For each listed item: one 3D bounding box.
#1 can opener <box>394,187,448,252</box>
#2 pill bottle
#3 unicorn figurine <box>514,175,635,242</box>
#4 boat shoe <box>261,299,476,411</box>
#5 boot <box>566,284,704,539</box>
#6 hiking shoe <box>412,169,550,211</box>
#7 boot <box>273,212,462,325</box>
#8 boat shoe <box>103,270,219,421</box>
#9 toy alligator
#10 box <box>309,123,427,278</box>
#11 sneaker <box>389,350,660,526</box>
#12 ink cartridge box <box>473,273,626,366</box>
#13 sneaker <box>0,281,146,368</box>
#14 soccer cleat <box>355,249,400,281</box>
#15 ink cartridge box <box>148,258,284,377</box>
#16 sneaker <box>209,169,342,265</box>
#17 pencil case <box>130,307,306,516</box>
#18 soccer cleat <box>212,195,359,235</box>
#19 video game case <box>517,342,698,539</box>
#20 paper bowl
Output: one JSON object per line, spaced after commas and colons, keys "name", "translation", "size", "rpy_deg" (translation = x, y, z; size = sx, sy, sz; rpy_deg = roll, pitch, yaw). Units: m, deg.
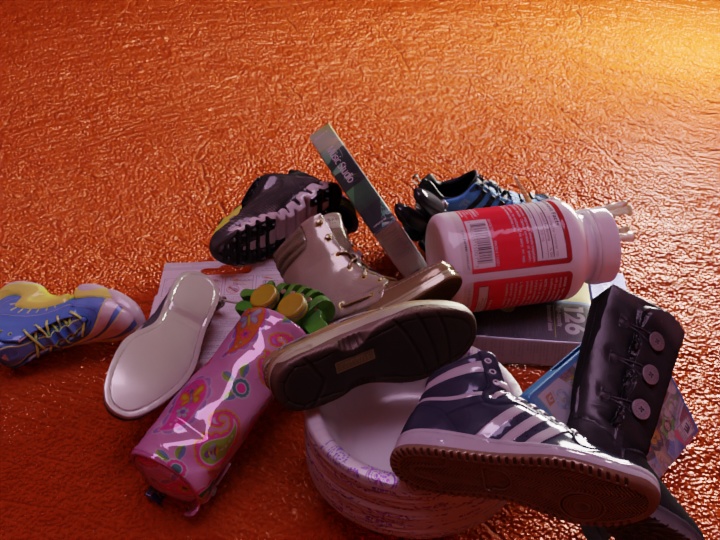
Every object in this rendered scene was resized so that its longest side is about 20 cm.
{"name": "can opener", "translation": [0.079, -0.066, 1.043], "size": [0.063, 0.200, 0.079], "rpy_deg": [-45, 75, 1]}
{"name": "pill bottle", "translation": [0.179, -0.018, 0.959], "size": [0.198, 0.113, 0.113], "rpy_deg": [-7, 35, -8]}
{"name": "unicorn figurine", "translation": [0.271, -0.060, 1.087], "size": [0.136, 0.200, 0.075], "rpy_deg": [-5, 77, 13]}
{"name": "boat shoe", "translation": [0.006, 0.063, 0.780], "size": [0.198, 0.072, 0.076], "rpy_deg": [-12, 19, -19]}
{"name": "boot", "translation": [0.251, 0.133, 0.758], "size": [0.164, 0.066, 0.201], "rpy_deg": [38, 51, -17]}
{"name": "hiking shoe", "translation": [0.168, -0.090, 1.159], "size": [0.198, 0.087, 0.075], "rpy_deg": [-5, 35, -8]}
{"name": "boot", "translation": [0.000, 0.000, 0.926], "size": [0.199, 0.072, 0.156], "rpy_deg": [-30, 63, 22]}
{"name": "boat shoe", "translation": [-0.200, 0.083, 0.865], "size": [0.072, 0.062, 0.201], "rpy_deg": [31, 40, -8]}
{"name": "toy alligator", "translation": [-0.088, 0.034, 0.908], "size": [0.199, 0.060, 0.054], "rpy_deg": [15, 57, 40]}
{"name": "box", "translation": [0.015, -0.075, 1.065], "size": [0.036, 0.145, 0.201], "rpy_deg": [-35, 50, 2]}
{"name": "sneaker", "translation": [0.131, 0.125, 0.670], "size": [0.198, 0.071, 0.109], "rpy_deg": [6, 39, 18]}
{"name": "ink cartridge box", "translation": [0.223, 0.036, 1.015], "size": [0.198, 0.047, 0.198], "rpy_deg": [2, 34, 7]}
{"name": "sneaker", "translation": [-0.335, 0.071, 0.948], "size": [0.198, 0.076, 0.105], "rpy_deg": [2, 43, 24]}
{"name": "soccer cleat", "translation": [-0.020, 0.018, 1.022], "size": [0.199, 0.069, 0.085], "rpy_deg": [31, 41, 30]}
{"name": "ink cartridge box", "translation": [-0.157, 0.059, 0.984], "size": [0.159, 0.051, 0.201], "rpy_deg": [-2, 31, -3]}
{"name": "sneaker", "translation": [-0.119, -0.071, 1.067], "size": [0.090, 0.067, 0.199], "rpy_deg": [33, 47, 29]}
{"name": "pencil case", "translation": [-0.129, 0.127, 0.815], "size": [0.087, 0.088, 0.201], "rpy_deg": [18, 53, 25]}
{"name": "soccer cleat", "translation": [-0.095, -0.057, 1.132], "size": [0.198, 0.065, 0.084], "rpy_deg": [-16, 38, -22]}
{"name": "video game case", "translation": [0.234, 0.135, 0.796], "size": [0.199, 0.144, 0.018], "rpy_deg": [-29, 2, -40]}
{"name": "paper bowl", "translation": [0.048, 0.156, 0.787], "size": [0.198, 0.105, 0.201], "rpy_deg": [-1, 35, 0]}
